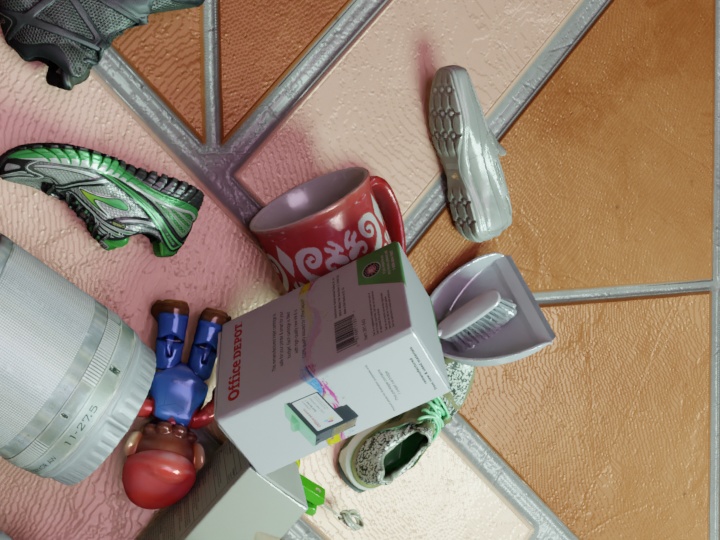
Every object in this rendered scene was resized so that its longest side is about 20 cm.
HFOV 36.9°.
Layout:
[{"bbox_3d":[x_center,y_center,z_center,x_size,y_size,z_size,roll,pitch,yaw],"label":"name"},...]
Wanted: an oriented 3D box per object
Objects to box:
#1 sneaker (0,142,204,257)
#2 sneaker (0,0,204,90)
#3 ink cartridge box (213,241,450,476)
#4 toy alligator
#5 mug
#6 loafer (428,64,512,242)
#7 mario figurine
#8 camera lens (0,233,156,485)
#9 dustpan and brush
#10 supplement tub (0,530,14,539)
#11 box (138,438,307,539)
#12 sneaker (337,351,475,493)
[{"bbox_3d":[-0.247,-0.067,1.022,0.198,0.078,0.086,19,86,-27],"label":"sneaker"},{"bbox_3d":[-0.239,-0.230,1.019,0.197,0.076,0.116,-9,99,-23],"label":"sneaker"},{"bbox_3d":[-0.029,0.080,1.001,0.198,0.146,0.084,-26,121,12],"label":"ink cartridge box"},{"bbox_3d":[-0.082,0.229,1.140,0.054,0.060,0.200,-38,114,23],"label":"toy alligator"},{"bbox_3d":[0.003,0.003,1.126,0.176,0.133,0.202,-31,110,-20],"label":"mug"},{"bbox_3d":[0.127,-0.134,1.215,0.069,0.070,0.203,-23,111,-28],"label":"loafer"},{"bbox_3d":[-0.191,0.135,1.076,0.106,0.122,0.203,37,64,-63],"label":"mario figurine"},{"bbox_3d":[-0.303,0.077,0.957,0.199,0.159,0.161,38,77,-24],"label":"camera lens"},{"bbox_3d":[0.098,0.067,1.201,0.199,0.141,0.057,-33,141,10],"label":"dustpan and brush"},{"bbox_3d":[-0.313,0.333,0.985,0.200,0.132,0.132,44,74,-21],"label":"supplement tub"},{"bbox_3d":[-0.147,0.259,1.049,0.078,0.095,0.200,39,99,-20],"label":"box"},{"bbox_3d":[0.069,0.172,1.190,0.200,0.088,0.077,-46,111,-18],"label":"sneaker"}]
